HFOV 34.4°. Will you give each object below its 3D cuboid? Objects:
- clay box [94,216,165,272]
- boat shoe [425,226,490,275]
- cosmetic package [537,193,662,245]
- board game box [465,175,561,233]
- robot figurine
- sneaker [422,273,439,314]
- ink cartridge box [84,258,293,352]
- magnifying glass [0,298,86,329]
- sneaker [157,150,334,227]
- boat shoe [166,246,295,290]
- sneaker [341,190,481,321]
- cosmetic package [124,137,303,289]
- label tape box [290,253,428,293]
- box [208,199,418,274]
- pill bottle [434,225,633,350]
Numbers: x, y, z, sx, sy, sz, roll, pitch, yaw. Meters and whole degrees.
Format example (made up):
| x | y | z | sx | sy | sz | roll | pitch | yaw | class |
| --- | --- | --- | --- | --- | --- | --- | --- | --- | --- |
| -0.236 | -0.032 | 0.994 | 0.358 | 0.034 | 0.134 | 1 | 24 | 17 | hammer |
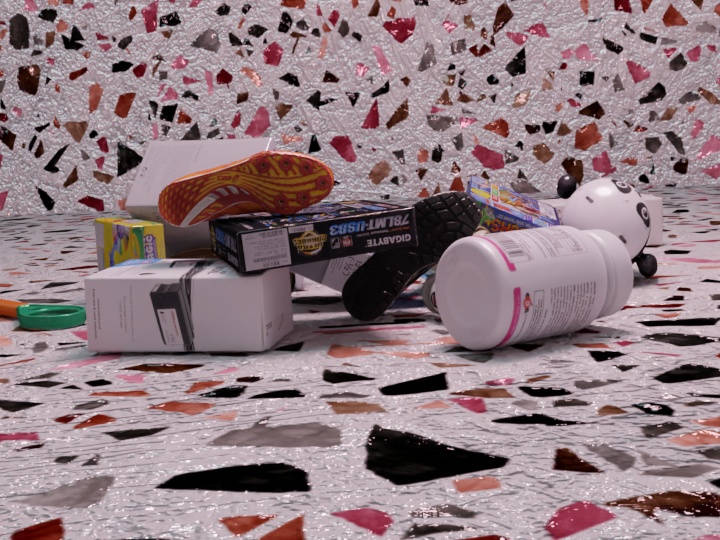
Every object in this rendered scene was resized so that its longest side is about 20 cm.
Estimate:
| x | y | z | sx | sy | sz | roll | pitch | yaw | class |
| --- | --- | --- | --- | --- | --- | --- | --- | --- | --- |
| -0.300 | -0.007 | 1.539 | 0.047 | 0.117 | 0.199 | -7 | 9 | -29 | clay box |
| 0.151 | -0.021 | 1.475 | 0.197 | 0.067 | 0.074 | 13 | 34 | 11 | boat shoe |
| 0.409 | -0.084 | 2.004 | 0.196 | 0.086 | 0.108 | -3 | 8 | -7 | cosmetic package |
| 0.205 | -0.077 | 1.582 | 0.134 | 0.035 | 0.200 | 22 | 14 | 2 | board game box |
| 0.341 | -0.061 | 1.614 | 0.148 | 0.127 | 0.200 | 5 | -4 | 12 | robot figurine |
| 0.178 | 0.019 | 1.359 | 0.197 | 0.075 | 0.088 | -16 | 12 | -15 | sneaker |
| -0.184 | 0.036 | 1.282 | 0.196 | 0.086 | 0.145 | 0 | 8 | 9 | ink cartridge box |
| -0.421 | 0.055 | 1.489 | 0.079 | 0.023 | 0.198 | -10 | 12 | -43 | magnifying glass |
| -0.126 | -0.096 | 1.284 | 0.196 | 0.074 | 0.077 | -6 | 13 | 7 | sneaker |
| -0.188 | 0.008 | 1.550 | 0.197 | 0.073 | 0.067 | 2 | 6 | 16 | boat shoe |
| 0.059 | -0.023 | 1.395 | 0.199 | 0.076 | 0.088 | -39 | -2 | 5 | sneaker |
| -0.190 | -0.076 | 1.640 | 0.197 | 0.124 | 0.200 | -1 | -35 | 22 | cosmetic package |
| 0.000 | 0.000 | 1.514 | 0.198 | 0.067 | 0.143 | 25 | 5 | -6 | label tape box |
| -0.059 | -0.043 | 1.299 | 0.195 | 0.051 | 0.200 | -7 | 9 | -16 | box |
| 0.185 | 0.014 | 1.215 | 0.198 | 0.115 | 0.113 | -7 | 9 | -35 | pill bottle |
